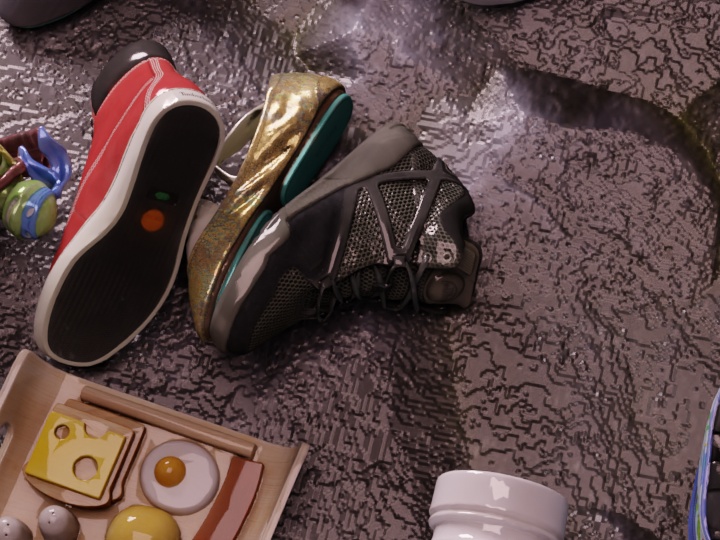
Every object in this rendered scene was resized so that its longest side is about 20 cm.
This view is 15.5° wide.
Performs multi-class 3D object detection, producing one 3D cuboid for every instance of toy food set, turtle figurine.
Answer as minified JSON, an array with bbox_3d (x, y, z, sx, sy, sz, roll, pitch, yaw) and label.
[{"bbox_3d":[-0.148,0.143,1.637,0.200,0.060,0.144,18,73,12],"label":"toy food set"},{"bbox_3d":[-0.305,-0.046,1.680,0.194,0.144,0.200,29,78,24],"label":"turtle figurine"}]

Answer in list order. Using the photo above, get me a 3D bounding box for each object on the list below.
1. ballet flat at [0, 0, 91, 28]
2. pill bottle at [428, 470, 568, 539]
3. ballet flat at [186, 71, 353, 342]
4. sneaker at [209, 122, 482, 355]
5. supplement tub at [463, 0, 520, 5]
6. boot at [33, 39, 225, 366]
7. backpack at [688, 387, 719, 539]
[{"bbox_3d":[-0.165,-0.237,1.777,0.200,0.073,0.073,-32,69,-5],"label":"ballet flat"},{"bbox_3d":[0.065,0.225,1.555,0.111,0.111,0.200,9,71,10],"label":"pill bottle"},{"bbox_3d":[-0.074,-0.045,1.698,0.071,0.071,0.200,23,68,14],"label":"ballet flat"},{"bbox_3d":[0.000,0.000,1.650,0.114,0.076,0.199,39,57,18],"label":"sneaker"},{"bbox_3d":[0.079,-0.288,1.735,0.132,0.132,0.200,-22,68,-2],"label":"supplement tub"},{"bbox_3d":[-0.162,-0.046,1.712,0.200,0.072,0.144,-62,29,12],"label":"boot"},{"bbox_3d":[0.294,0.140,1.542,0.200,0.147,0.183,11,71,5],"label":"backpack"}]
